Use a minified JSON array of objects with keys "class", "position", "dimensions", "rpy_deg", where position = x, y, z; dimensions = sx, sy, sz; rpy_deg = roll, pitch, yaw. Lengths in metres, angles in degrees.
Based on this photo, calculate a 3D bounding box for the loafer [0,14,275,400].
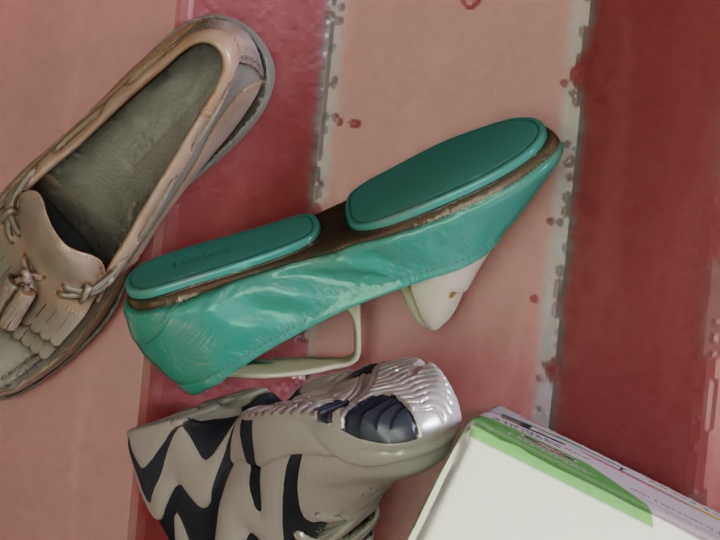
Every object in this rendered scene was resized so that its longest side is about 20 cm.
[{"class":"loafer","position":[-0.116,-0.029,1.150],"dimensions":[0.072,0.063,0.200],"rpy_deg":[40,96,5]}]

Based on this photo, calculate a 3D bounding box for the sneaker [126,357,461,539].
[{"class":"sneaker","position":[-0.015,0.111,1.093],"dimensions":[0.199,0.079,0.130],"rpy_deg":[-13,96,48]}]

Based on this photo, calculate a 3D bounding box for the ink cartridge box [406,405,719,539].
[{"class":"ink cartridge box","position":[0.093,0.121,1.062],"dimensions":[0.144,0.200,0.084],"rpy_deg":[26,91,5]}]

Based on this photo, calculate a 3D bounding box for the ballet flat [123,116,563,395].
[{"class":"ballet flat","position":[0.000,0.000,1.145],"dimensions":[0.199,0.067,0.071],"rpy_deg":[-21,113,7]}]
